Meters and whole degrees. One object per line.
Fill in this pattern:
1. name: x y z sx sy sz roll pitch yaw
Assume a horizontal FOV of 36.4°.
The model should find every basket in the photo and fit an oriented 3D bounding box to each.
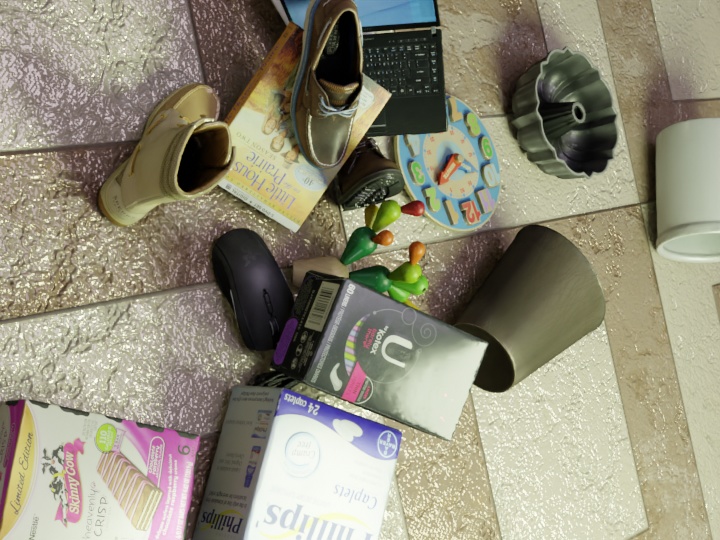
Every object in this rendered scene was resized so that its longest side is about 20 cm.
1. basket: 0.219 0.065 1.491 0.200 0.136 0.181 -40 104 -35

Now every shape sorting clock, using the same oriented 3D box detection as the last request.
1. shape sorting clock: 0.125 -0.151 1.509 0.199 0.039 0.201 10 75 -40

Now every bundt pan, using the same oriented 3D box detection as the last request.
1. bundt pan: 0.302 -0.231 1.656 0.201 0.076 0.203 9 76 -39

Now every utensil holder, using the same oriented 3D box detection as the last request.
1. utensil holder: 0.576 -0.132 1.818 0.169 0.170 0.201 16 70 -38

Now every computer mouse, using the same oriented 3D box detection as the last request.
1. computer mouse: -0.083 0.039 1.257 0.140 0.046 0.201 -17 93 -23

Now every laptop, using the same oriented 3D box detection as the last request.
1. laptop: 0.007 -0.240 1.270 0.103 0.176 0.201 -74 160 -66

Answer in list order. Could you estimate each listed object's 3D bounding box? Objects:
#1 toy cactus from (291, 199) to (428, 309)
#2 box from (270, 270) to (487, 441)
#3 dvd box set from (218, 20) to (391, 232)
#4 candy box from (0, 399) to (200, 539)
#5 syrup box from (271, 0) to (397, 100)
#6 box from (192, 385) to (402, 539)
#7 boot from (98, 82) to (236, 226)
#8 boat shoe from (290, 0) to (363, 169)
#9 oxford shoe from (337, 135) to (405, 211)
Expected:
1. toy cactus: 0.000 0.000 1.317 0.164 0.201 0.102 3 37 -6
2. box: 0.021 0.095 1.223 0.199 0.106 0.123 24 84 -26
3. dvd box set: -0.077 -0.162 1.258 0.146 0.029 0.200 32 98 -27
4. candy box: -0.263 0.212 1.078 0.199 0.061 0.137 19 70 -37
5. syrup box: -0.031 -0.291 1.353 0.201 0.078 0.082 59 17 -15
6. box: -0.068 0.248 1.204 0.183 0.105 0.201 25 71 -35
7. boot: -0.179 -0.139 1.159 0.073 0.155 0.200 48 54 -23
8. boat shoe: -0.034 -0.200 1.196 0.072 0.072 0.201 -6 115 -16
9. oxford shoe: 0.002 -0.119 1.302 0.072 0.200 0.085 -11 92 -12
